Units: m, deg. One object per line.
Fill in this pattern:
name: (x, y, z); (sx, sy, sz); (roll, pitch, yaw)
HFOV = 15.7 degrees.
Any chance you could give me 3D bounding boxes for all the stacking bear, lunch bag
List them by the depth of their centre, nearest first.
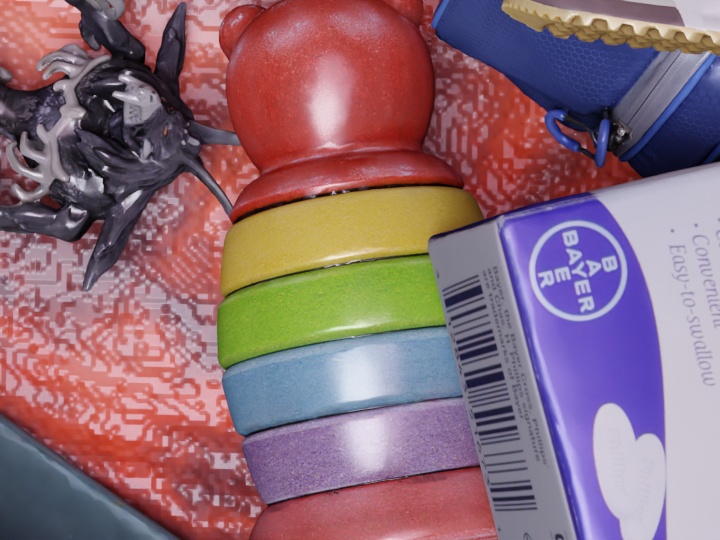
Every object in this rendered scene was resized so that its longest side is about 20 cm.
lunch bag: (0.123, -0.121, 0.898); (0.132, 0.136, 0.200); (33, 77, 1)
stacking bear: (0.000, 0.000, 0.911); (0.121, 0.114, 0.201); (-11, 82, 15)

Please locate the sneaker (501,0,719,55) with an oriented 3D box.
sneaker: (0.145, -0.107, 0.790); (0.199, 0.075, 0.090); (6, 92, -5)

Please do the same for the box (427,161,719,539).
box: (0.144, 0.052, 0.825); (0.199, 0.105, 0.185); (-14, 88, -12)

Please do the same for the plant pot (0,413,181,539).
plant pot: (-0.138, 0.181, 0.870); (0.196, 0.196, 0.200); (35, 97, 0)

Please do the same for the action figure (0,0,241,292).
action figure: (-0.131, -0.067, 0.919); (0.199, 0.102, 0.119); (16, 75, 0)
